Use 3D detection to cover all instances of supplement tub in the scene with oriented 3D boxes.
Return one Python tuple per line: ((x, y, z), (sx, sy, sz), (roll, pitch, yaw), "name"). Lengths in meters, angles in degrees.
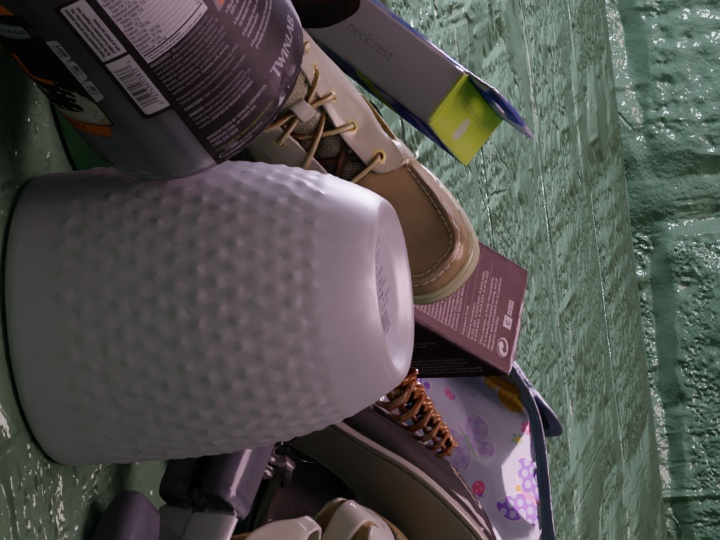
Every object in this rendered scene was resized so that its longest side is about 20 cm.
((-0.120, -0.143, 1.315), (0.200, 0.122, 0.123), (52, 33, -46), "supplement tub")

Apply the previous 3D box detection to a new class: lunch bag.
((0.053, 0.128, 1.869), (0.170, 0.127, 0.201), (161, -77, -70), "lunch bag")

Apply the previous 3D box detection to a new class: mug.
((-0.062, 0.014, 1.421), (0.200, 0.175, 0.148), (-27, 111, -76), "mug")

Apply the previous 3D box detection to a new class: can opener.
((-0.085, 0.101, 1.470), (0.067, 0.053, 0.200), (51, 50, -45), "can opener")

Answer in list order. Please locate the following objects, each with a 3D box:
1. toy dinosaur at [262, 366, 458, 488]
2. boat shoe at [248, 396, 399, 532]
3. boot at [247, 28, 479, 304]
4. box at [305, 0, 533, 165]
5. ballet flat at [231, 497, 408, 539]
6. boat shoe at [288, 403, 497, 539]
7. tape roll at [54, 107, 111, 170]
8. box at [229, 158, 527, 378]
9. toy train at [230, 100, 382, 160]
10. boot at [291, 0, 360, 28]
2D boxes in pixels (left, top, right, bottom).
((-0.038, 0.050, 1.581), (0.200, 0.136, 0.102), (44, 32, 5), "toy dinosaur")
((-0.034, 0.137, 1.734), (0.073, 0.074, 0.200), (-51, -173, 39), "boat shoe")
((-0.027, -0.076, 1.481), (0.200, 0.072, 0.155), (48, -3, 27), "boot")
((0.012, -0.140, 1.808), (0.048, 0.200, 0.122), (-51, 163, 1), "box")
((-0.028, 0.161, 1.593), (0.200, 0.071, 0.071), (-13, 99, -48), "ballet flat")
((0.008, 0.101, 1.687), (0.057, 0.200, 0.067), (-52, 178, -42), "boat shoe")
((-0.118, -0.135, 1.522), (0.200, 0.048, 0.201), (-6, 90, -77), "tape roll")
((0.000, 0.000, 1.689), (0.200, 0.100, 0.075), (28, 66, -46), "box")
((-0.035, -0.034, 1.787), (0.114, 0.085, 0.201), (4, 84, -64), "toy train")
((-0.036, -0.191, 1.555), (0.200, 0.075, 0.097), (140, -52, -78), "boot")
